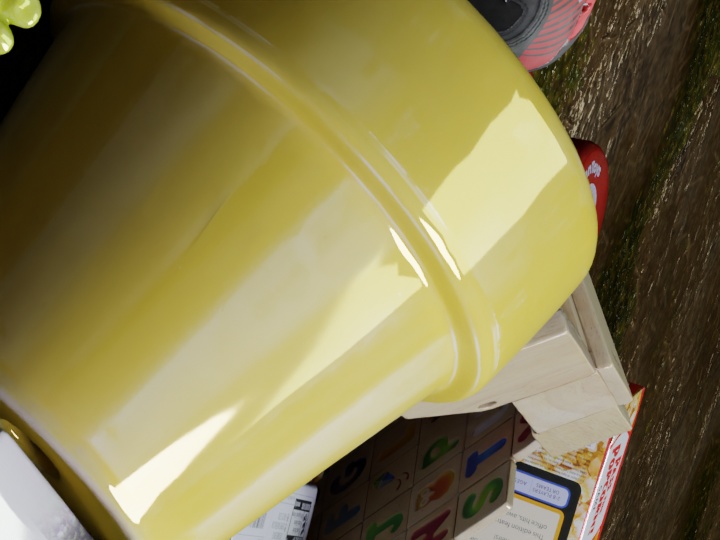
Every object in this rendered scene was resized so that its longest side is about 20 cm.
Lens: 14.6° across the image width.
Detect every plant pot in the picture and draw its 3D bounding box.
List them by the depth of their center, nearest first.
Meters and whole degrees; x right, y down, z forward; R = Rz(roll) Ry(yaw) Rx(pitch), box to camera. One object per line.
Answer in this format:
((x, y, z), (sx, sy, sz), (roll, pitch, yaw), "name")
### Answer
((-0.054, -0.003, 0.943), (0.189, 0.200, 0.201), (-47, 156, -18), "plant pot")

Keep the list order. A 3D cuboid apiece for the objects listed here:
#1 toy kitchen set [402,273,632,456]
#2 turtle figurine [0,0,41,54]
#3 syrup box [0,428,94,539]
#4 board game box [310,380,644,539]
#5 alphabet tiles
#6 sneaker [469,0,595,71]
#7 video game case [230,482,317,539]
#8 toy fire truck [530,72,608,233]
((0.000, 0.000, 1.180), (0.200, 0.180, 0.164), (48, 24, -71), "toy kitchen set")
((-0.123, -0.110, 0.785), (0.161, 0.064, 0.201), (60, 42, -79), "turtle figurine")
((-0.117, 0.136, 0.929), (0.079, 0.081, 0.200), (-58, 138, -28), "syrup box")
((0.046, 0.132, 1.465), (0.046, 0.151, 0.201), (-25, 133, -68), "board game box")
((0.027, 0.095, 1.354), (0.200, 0.006, 0.167), (-37, -157, 27), "alphabet tiles")
((0.049, -0.142, 1.003), (0.098, 0.071, 0.201), (-54, 157, -40), "sneaker")
((-0.075, 0.174, 1.238), (0.200, 0.045, 0.182), (42, 62, -80), "video game case")
((0.033, -0.042, 1.305), (0.200, 0.112, 0.168), (-60, 152, -33), "toy fire truck")
